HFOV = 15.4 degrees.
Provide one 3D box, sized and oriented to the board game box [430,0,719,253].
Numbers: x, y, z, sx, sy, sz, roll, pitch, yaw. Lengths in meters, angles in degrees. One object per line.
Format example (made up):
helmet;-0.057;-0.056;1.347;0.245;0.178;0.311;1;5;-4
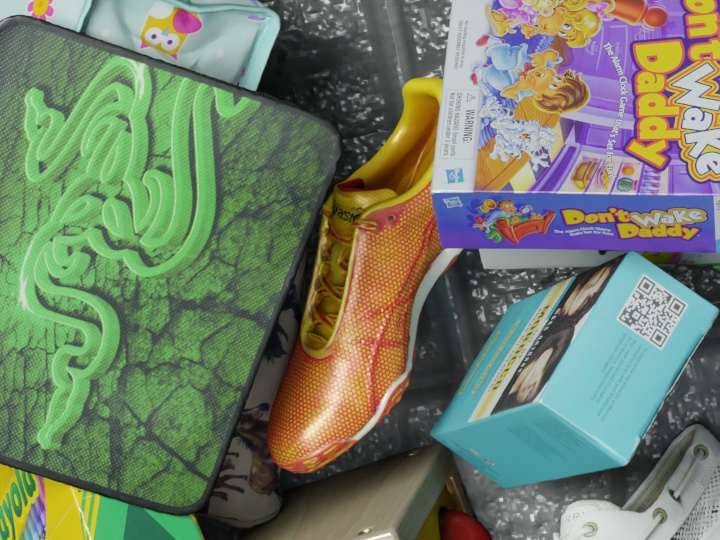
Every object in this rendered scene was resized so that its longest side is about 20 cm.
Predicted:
board game box;0.107;-0.104;1.140;0.134;0.201;0.045;1;148;10

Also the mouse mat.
mouse mat;-0.112;0.002;1.152;0.160;0.008;0.201;18;107;-11

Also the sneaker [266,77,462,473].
sneaker;0.000;0.000;1.261;0.077;0.073;0.201;31;81;-37

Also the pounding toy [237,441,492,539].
pounding toy;0.039;0.200;1.312;0.142;0.184;0.201;-19;98;14

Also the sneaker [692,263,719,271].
sneaker;0.210;-0.007;1.261;0.199;0.074;0.084;3;106;6

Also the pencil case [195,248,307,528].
pencil case;-0.071;0.021;1.301;0.078;0.089;0.201;-9;112;-38

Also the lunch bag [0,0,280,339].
lunch bag;-0.147;-0.067;1.225;0.121;0.170;0.201;8;114;-37

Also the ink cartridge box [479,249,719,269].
ink cartridge box;0.149;-0.084;1.198;0.199;0.146;0.083;-1;148;8

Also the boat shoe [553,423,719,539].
boat shoe;0.118;0.143;1.280;0.069;0.200;0.071;54;140;-1

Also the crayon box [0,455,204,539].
crayon box;-0.124;0.166;1.274;0.058;0.200;0.173;-15;71;-25

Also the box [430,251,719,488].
box;0.094;0.049;1.223;0.049;0.200;0.082;34;77;-6
